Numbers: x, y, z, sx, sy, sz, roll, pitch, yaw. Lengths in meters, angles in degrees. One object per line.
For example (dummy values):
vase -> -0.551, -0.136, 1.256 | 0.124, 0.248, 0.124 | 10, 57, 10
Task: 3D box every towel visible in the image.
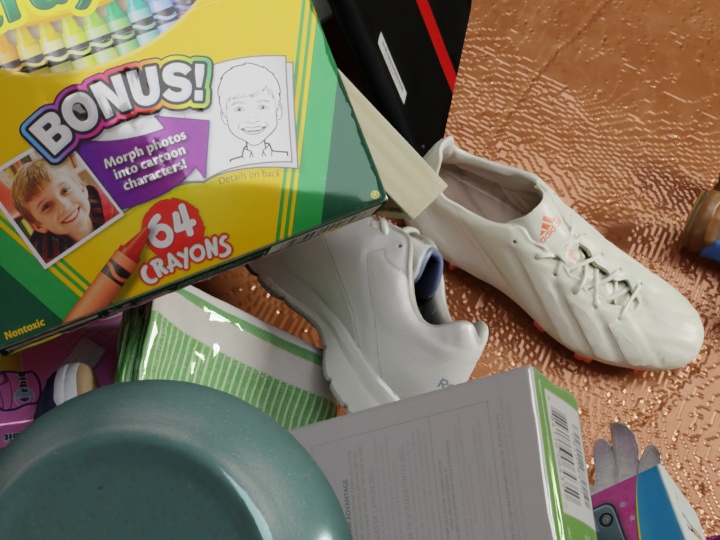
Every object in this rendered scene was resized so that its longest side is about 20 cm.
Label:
towel -> -0.068, 0.113, 0.915 | 0.152, 0.023, 0.201 | 27, 56, -39

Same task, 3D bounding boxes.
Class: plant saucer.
plant saucer -> -0.100, 0.145, 0.798 | 0.199, 0.036, 0.201 | -3, 78, 14

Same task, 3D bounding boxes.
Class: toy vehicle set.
toy vehicle set -> -0.040, -0.108, 0.994 | 0.027, 0.124, 0.200 | -45, 98, -4

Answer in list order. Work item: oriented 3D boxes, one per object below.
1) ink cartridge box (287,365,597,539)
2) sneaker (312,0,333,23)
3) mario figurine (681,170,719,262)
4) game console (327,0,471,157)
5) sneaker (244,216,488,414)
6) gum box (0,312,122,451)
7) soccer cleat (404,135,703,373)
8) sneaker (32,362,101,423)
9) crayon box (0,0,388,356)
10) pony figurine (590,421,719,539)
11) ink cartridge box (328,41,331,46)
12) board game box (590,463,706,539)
ink cartridge box -> 0.006, 0.122, 0.835 | 0.199, 0.059, 0.104 | -17, 64, 22
sneaker -> -0.026, -0.244, 1.117 | 0.076, 0.147, 0.202 | -1, 24, 21
mario figurine -> 0.302, -0.013, 1.095 | 0.199, 0.106, 0.124 | 29, 90, 15
game console -> 0.020, -0.175, 1.090 | 0.031, 0.200, 0.178 | 0, 55, 22
sneaker -> 0.000, 0.000, 0.980 | 0.074, 0.087, 0.200 | 8, 38, -56
gum box -> -0.156, 0.017, 0.992 | 0.113, 0.066, 0.201 | -5, 59, -17
soccer cleat -> 0.114, -0.007, 1.065 | 0.199, 0.078, 0.069 | 30, 55, 6
sneaker -> -0.179, 0.142, 0.874 | 0.108, 0.070, 0.201 | 0, 74, 6
crayon box -> -0.111, -0.076, 0.880 | 0.199, 0.058, 0.173 | -21, 87, -8
pony figurine -> 0.185, 0.174, 0.938 | 0.199, 0.166, 0.194 | 26, 62, -15
ink cartridge box -> -0.128, -0.158, 1.086 | 0.199, 0.041, 0.200 | 27, 32, 3
board game box -> 0.079, 0.199, 0.833 | 0.199, 0.064, 0.148 | -26, 51, 12
